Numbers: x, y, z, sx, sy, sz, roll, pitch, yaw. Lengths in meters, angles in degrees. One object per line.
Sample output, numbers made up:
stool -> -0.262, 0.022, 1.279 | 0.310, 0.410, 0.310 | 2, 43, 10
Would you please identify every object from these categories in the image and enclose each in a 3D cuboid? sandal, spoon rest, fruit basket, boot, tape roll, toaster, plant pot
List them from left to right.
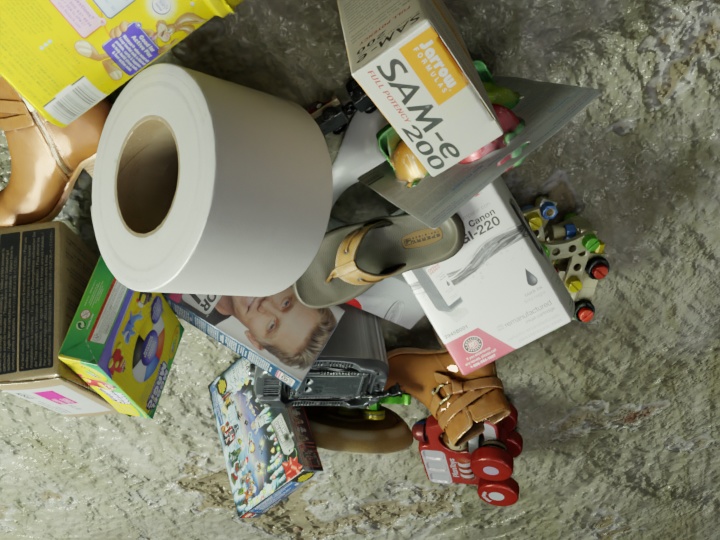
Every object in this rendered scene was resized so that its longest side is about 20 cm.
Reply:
boot -> -0.333, -0.127, 0.746 | 0.199, 0.077, 0.156 | -16, 130, 16
tape roll -> -0.143, -0.078, 0.706 | 0.139, 0.204, 0.203 | 5, 138, -48
toaster -> -0.044, 0.098, 0.958 | 0.198, 0.130, 0.114 | 1, 142, -9
plant pot -> -0.021, 0.213, 1.063 | 0.198, 0.200, 0.028 | 6, 96, -14
spoon rest -> 0.006, -0.118, 0.827 | 0.099, 0.061, 0.200 | 32, 109, -33
sandal -> 0.016, -0.014, 0.802 | 0.198, 0.055, 0.082 | -15, 97, 11
boot -> 0.103, 0.172, 1.028 | 0.199, 0.156, 0.077 | -34, 148, 17
fruit basket -> 0.102, -0.116, 0.702 | 0.185, 0.200, 0.094 | -39, 121, -4

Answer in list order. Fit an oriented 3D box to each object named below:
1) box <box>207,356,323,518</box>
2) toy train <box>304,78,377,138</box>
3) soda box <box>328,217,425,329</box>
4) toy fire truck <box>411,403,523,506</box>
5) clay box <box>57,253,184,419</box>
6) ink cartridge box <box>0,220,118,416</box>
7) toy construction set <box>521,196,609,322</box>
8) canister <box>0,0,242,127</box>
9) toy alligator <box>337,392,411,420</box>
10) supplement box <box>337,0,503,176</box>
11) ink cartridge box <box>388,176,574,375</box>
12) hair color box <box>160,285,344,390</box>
box -> -0.134, 0.209, 1.007 | 0.137, 0.201, 0.040 | -41, 143, 26
toy train -> -0.045, -0.155, 0.782 | 0.199, 0.046, 0.034 | -31, 139, 16
soda box -> 0.000, 0.000, 0.924 | 0.199, 0.064, 0.068 | 24, 126, -28
toy fire truck -> 0.170, 0.290, 1.209 | 0.167, 0.113, 0.201 | -1, 136, 19
clay box -> -0.243, 0.081, 0.801 | 0.047, 0.116, 0.200 | 10, 154, 9
ink cartridge box -> -0.322, 0.061, 0.817 | 0.074, 0.166, 0.200 | -6, 160, -1
toy construction set -> 0.236, 0.005, 0.944 | 0.130, 0.093, 0.201 | 3, 133, -12
canister -> -0.219, -0.232, 0.622 | 0.199, 0.087, 0.149 | -34, 129, 5
toy alligator -> -0.028, 0.168, 1.030 | 0.199, 0.060, 0.054 | 3, 179, 30
supplement box -> 0.043, -0.196, 0.648 | 0.073, 0.201, 0.126 | -30, 130, 19
ink cartridge box -> 0.132, -0.006, 0.853 | 0.145, 0.085, 0.201 | -31, 91, 20
hair color box -> -0.128, 0.039, 0.854 | 0.199, 0.100, 0.061 | 32, 159, 0
